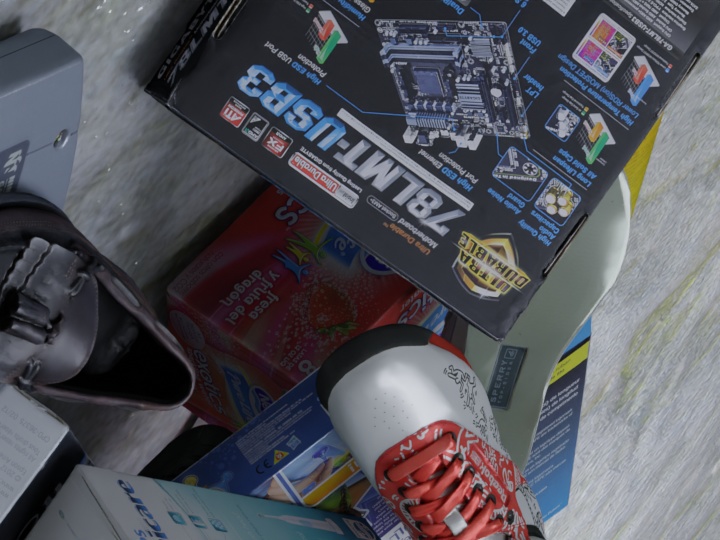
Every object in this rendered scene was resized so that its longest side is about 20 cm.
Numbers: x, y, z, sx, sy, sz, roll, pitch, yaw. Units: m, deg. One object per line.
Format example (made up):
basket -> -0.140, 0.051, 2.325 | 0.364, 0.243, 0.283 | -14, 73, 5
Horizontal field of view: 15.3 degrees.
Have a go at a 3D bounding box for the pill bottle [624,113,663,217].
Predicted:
pill bottle -> 0.111, -0.087, 1.497 | 0.112, 0.112, 0.201 | -42, 157, -34

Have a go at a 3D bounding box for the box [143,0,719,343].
box -> 0.040, -0.103, 1.195 | 0.199, 0.200, 0.050 | -55, -160, 1

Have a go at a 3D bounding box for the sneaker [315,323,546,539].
sneaker -> 0.049, 0.110, 1.224 | 0.067, 0.108, 0.202 | -29, 143, 3

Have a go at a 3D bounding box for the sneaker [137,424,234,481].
sneaker -> -0.126, 0.148, 1.347 | 0.076, 0.091, 0.200 | 19, 116, -37

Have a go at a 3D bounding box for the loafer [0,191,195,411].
loafer -> -0.119, 0.019, 1.083 | 0.072, 0.063, 0.200 | -56, 161, 1

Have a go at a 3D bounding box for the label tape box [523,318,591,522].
label tape box -> 0.057, 0.092, 1.539 | 0.143, 0.066, 0.201 | -32, 143, -28

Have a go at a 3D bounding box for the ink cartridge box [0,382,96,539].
ink cartridge box -> -0.194, 0.153, 1.209 | 0.200, 0.043, 0.198 | -52, 173, -9

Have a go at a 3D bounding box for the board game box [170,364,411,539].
board game box -> -0.061, 0.142, 1.288 | 0.200, 0.034, 0.136 | -37, 144, -5

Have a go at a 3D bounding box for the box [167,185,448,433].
box -> 0.000, 0.000, 1.372 | 0.200, 0.094, 0.103 | -45, 157, -28

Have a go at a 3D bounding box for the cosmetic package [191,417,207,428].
cosmetic package -> -0.057, 0.092, 1.481 | 0.201, 0.051, 0.083 | -56, 159, 2

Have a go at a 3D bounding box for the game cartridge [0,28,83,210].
game cartridge -> -0.175, 0.000, 1.069 | 0.133, 0.041, 0.201 | -37, 154, -53

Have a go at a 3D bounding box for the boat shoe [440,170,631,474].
boat shoe -> 0.072, 0.017, 1.313 | 0.072, 0.070, 0.202 | -109, -145, -59

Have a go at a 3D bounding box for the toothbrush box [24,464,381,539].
toothbrush box -> -0.079, 0.180, 1.209 | 0.200, 0.085, 0.147 | 18, 114, -48
